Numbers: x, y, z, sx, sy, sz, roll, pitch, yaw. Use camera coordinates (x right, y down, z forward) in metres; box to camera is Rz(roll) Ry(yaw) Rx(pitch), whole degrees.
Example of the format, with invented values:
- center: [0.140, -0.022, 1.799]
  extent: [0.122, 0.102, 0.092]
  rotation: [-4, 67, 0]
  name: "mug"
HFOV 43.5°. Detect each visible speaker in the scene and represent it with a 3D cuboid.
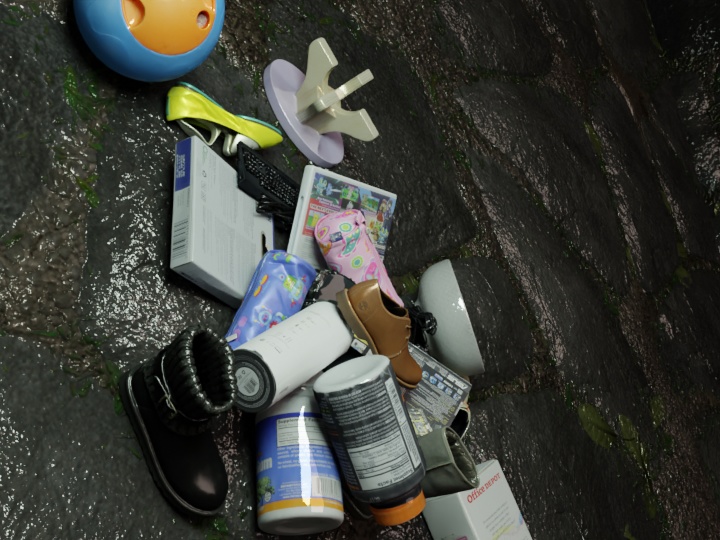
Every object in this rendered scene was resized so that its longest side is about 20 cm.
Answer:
- center: [-0.087, 0.103, 1.125]
  extent: [0.082, 0.081, 0.200]
  rotation: [62, 30, -1]
  name: "speaker"

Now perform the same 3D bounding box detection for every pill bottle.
- center: [0.019, 0.218, 1.140]
  extent: [0.106, 0.105, 0.202]
  rotation: [-34, 109, -54]
  name: "pill bottle"
- center: [-0.082, 0.232, 1.176]
  extent: [0.112, 0.112, 0.202]
  rotation: [22, 52, -42]
  name: "pill bottle"

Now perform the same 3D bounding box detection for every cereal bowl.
- center: [0.144, 0.088, 1.537]
  extent: [0.200, 0.083, 0.202]
  rotation: [-19, 90, -86]
  name: "cereal bowl"

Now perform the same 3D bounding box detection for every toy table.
- center: [-0.062, -0.283, 1.514]
  extent: [0.200, 0.117, 0.184]
  rotation: [51, 38, -18]
  name: "toy table"

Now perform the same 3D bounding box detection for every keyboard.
- center: [-0.116, -0.119, 1.371]
  extent: [0.200, 0.039, 0.105]
  rotation: [32, 46, -56]
  name: "keyboard"

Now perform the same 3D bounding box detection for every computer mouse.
- center: [0.081, 0.155, 1.461]
  extent: [0.046, 0.140, 0.202]
  rotation: [0, 103, -12]
  name: "computer mouse"

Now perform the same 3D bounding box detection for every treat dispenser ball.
- center: [-0.282, -0.357, 1.213]
  extent: [0.200, 0.200, 0.203]
  rotation: [29, 48, -38]
  name: "treat dispenser ball"

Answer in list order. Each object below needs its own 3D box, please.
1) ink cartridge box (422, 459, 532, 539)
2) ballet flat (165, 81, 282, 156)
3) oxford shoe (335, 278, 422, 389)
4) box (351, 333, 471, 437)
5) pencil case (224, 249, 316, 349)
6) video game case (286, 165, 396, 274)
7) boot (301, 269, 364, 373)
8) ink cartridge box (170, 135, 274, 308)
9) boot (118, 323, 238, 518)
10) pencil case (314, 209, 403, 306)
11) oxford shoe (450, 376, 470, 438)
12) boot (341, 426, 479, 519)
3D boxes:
- center: [0.194, 0.421, 1.425]
  extent: [0.144, 0.084, 0.202]
  rotation: [-18, 84, -54]
  name: "ink cartridge box"
- center: [-0.206, -0.210, 1.347]
  extent: [0.199, 0.066, 0.068]
  rotation: [23, 73, -38]
  name: "ballet flat"
- center: [0.045, 0.089, 1.221]
  extent: [0.200, 0.071, 0.072]
  rotation: [55, 11, -38]
  name: "oxford shoe"
- center: [0.046, 0.178, 1.331]
  extent: [0.199, 0.049, 0.162]
  rotation: [34, 50, 4]
  name: "box"
- center: [-0.132, 0.064, 1.204]
  extent: [0.087, 0.077, 0.201]
  rotation: [50, 54, -39]
  name: "pencil case"
- center: [-0.031, -0.052, 1.419]
  extent: [0.199, 0.023, 0.184]
  rotation: [14, 89, -46]
  name: "video game case"
- center: [-0.027, 0.086, 1.289]
  extent: [0.198, 0.077, 0.169]
  rotation: [19, 56, 2]
  name: "boot"
- center: [-0.189, -0.055, 1.265]
  extent: [0.200, 0.040, 0.201]
  rotation: [40, 40, -52]
  name: "ink cartridge box"
- center: [-0.185, 0.178, 1.040]
  extent: [0.079, 0.157, 0.212]
  rotation: [-34, 96, -52]
  name: "boot"
- center: [0.000, 0.000, 1.383]
  extent: [0.201, 0.087, 0.088]
  rotation: [65, 31, -33]
  name: "pencil case"
- center: [0.159, 0.237, 1.502]
  extent: [0.071, 0.073, 0.201]
  rotation: [49, 38, -19]
  name: "oxford shoe"
- center: [0.038, 0.255, 1.234]
  extent: [0.182, 0.199, 0.073]
  rotation: [49, 40, -18]
  name: "boot"
